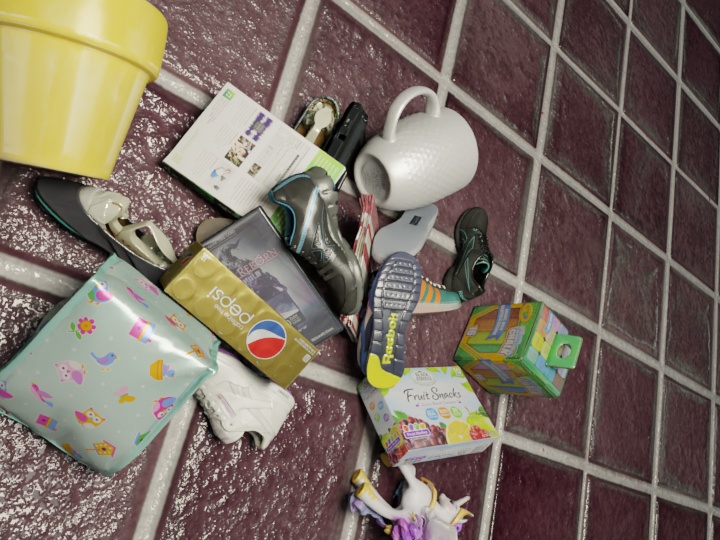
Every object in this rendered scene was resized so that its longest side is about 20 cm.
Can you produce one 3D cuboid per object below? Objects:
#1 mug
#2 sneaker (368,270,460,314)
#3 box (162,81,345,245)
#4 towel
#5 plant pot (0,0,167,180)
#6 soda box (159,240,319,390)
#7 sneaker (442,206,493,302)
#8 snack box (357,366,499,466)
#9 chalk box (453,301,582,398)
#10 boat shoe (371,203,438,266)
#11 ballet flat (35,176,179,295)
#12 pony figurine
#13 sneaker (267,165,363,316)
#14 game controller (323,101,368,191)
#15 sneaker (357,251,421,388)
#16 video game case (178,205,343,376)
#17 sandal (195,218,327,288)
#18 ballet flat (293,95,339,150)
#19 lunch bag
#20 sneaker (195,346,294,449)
[{"bbox_3d":[0.082,-0.196,0.951,0.175,0.147,0.201,-28,134,-34],"label":"mug"},{"bbox_3d":[0.096,0.034,0.991,0.200,0.071,0.080,1,80,-42],"label":"sneaker"},{"bbox_3d":[-0.141,-0.138,0.798,0.200,0.036,0.145,35,76,-4],"label":"box"},{"bbox_3d":[0.000,0.000,0.899,0.023,0.144,0.201,8,74,8],"label":"towel"},{"bbox_3d":[-0.325,-0.203,0.636,0.200,0.201,0.190,7,95,-37],"label":"plant pot"},{"bbox_3d":[-0.148,0.056,0.725,0.068,0.064,0.200,-48,114,-8],"label":"soda box"},{"bbox_3d":[0.216,-0.031,1.092,0.075,0.079,0.201,29,65,-31],"label":"sneaker"},{"bbox_3d":[0.109,0.226,0.941,0.200,0.053,0.142,5,42,-38],"label":"snack box"},{"bbox_3d":[0.291,0.140,1.045,0.124,0.200,0.125,43,59,-25],"label":"chalk box"},{"bbox_3d":[0.070,-0.040,0.973,0.202,0.074,0.086,-53,157,-52],"label":"boat shoe"},{"bbox_3d":[-0.286,-0.050,0.705,0.200,0.073,0.073,48,58,-24],"label":"ballet flat"},{"bbox_3d":[0.075,0.373,0.888,0.200,0.167,0.193,43,47,-6],"label":"pony figurine"},{"bbox_3d":[-0.057,-0.029,0.766,0.082,0.073,0.201,-23,100,-23],"label":"sneaker"},{"bbox_3d":[-0.039,-0.163,0.909,0.042,0.104,0.200,23,65,5],"label":"game controller"},{"bbox_3d":[0.035,0.068,0.877,0.074,0.082,0.201,14,91,-17],"label":"sneaker"},{"bbox_3d":[-0.135,0.034,0.787,0.143,0.019,0.200,-31,108,9],"label":"video game case"},{"bbox_3d":[-0.126,-0.021,0.836,0.211,0.070,0.078,15,73,-11],"label":"sandal"},{"bbox_3d":[-0.086,-0.186,0.885,0.074,0.074,0.200,35,62,-29],"label":"ballet flat"},{"bbox_3d":[-0.280,0.112,0.643,0.200,0.122,0.170,-45,109,6],"label":"lunch bag"},{"bbox_3d":[-0.175,0.162,0.757,0.200,0.075,0.100,38,63,-27],"label":"sneaker"}]
